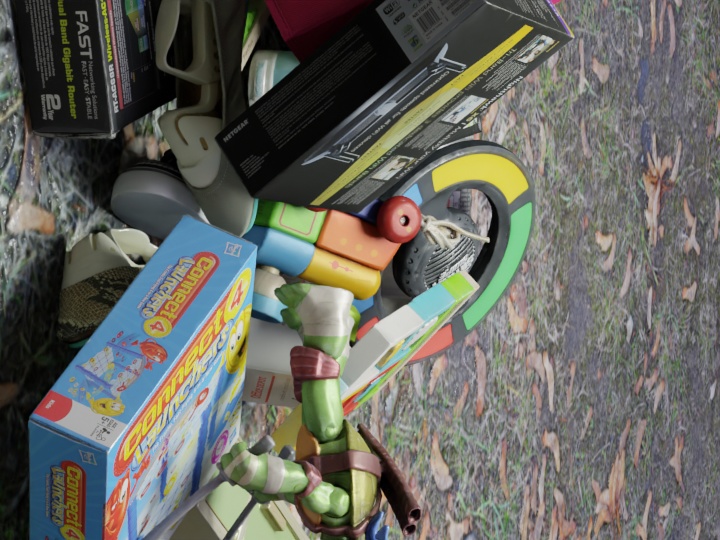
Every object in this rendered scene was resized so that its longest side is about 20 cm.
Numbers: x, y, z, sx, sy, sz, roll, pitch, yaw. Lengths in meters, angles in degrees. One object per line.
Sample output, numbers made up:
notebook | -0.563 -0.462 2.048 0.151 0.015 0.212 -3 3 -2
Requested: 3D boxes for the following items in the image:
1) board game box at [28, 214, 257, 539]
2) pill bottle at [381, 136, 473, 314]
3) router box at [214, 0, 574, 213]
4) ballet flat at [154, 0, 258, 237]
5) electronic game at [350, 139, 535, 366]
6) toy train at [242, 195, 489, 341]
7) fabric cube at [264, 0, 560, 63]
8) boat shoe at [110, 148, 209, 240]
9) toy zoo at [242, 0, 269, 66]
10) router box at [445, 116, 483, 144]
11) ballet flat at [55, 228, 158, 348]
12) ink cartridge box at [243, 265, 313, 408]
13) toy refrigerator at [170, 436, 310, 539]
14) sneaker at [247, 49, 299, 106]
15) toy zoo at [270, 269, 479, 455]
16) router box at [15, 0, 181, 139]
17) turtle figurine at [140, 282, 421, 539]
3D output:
board game box | -0.140 0.101 1.563 0.200 0.056 0.196 -56 163 -40
pill bottle | 0.034 -0.058 2.013 0.116 0.115 0.201 -5 98 -68
router box | 0.024 -0.119 1.568 0.052 0.200 0.157 57 19 17
ballet flat | -0.107 -0.118 1.596 0.063 0.067 0.201 -6 98 -39
electronic game | 0.061 -0.012 1.912 0.199 0.042 0.201 -27 136 -29
toy train | 0.000 0.000 1.745 0.199 0.085 0.116 21 86 -30
fabric cube | 0.015 -0.253 1.627 0.197 0.199 0.200 65 4 14
boat shoe | -0.118 -0.056 1.707 0.200 0.070 0.067 32 62 -67
toy zoo | -0.116 -0.233 1.745 0.132 0.020 0.201 -68 150 -41
router box | 0.027 -0.189 1.830 0.149 0.051 0.201 -23 107 -59
ballet flat | -0.162 0.009 1.630 0.076 0.068 0.200 69 17 3
ink cartridge box | -0.053 0.034 1.821 0.117 0.067 0.201 108 -9 -75
toy refrigerator | -0.098 0.186 1.769 0.200 0.070 0.076 61 37 -50
sneaker | -0.026 -0.131 1.889 0.200 0.082 0.074 -11 107 -77
toy zoo | 0.005 0.071 1.774 0.020 0.131 0.200 46 28 7
router box | -0.166 -0.200 1.588 0.150 0.062 0.201 -40 128 -62
turtle figurine | -0.063 0.113 1.608 0.144 0.199 0.195 27 62 -52
